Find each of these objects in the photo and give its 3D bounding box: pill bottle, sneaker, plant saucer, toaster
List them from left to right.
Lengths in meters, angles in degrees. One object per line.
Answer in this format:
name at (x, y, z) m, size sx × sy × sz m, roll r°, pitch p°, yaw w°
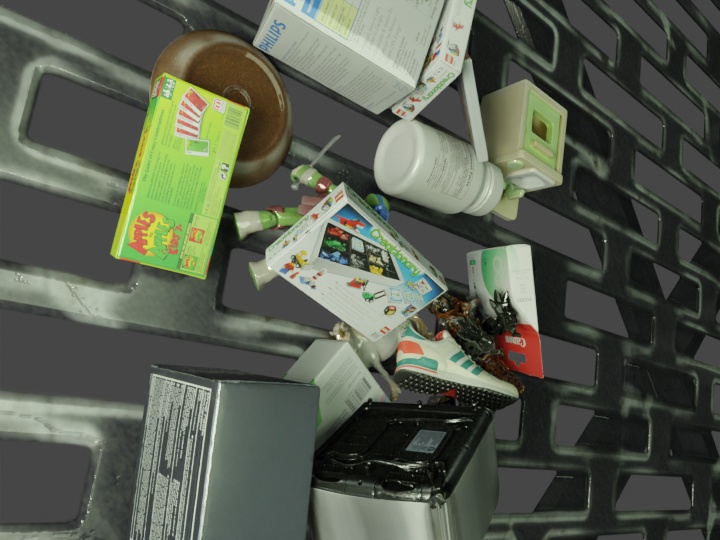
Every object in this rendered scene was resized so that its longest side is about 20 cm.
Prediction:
plant saucer at (-0.162, -0.208, 0.728) m, size 0.198 × 0.036 × 0.205 m, roll 4°, pitch 83°, yaw -37°
toaster at (0.045, 0.233, 0.624) m, size 0.199 × 0.178 × 0.121 m, roll -29°, pitch 110°, yaw -59°
pill bottle at (0.128, -0.152, 0.899) m, size 0.198 × 0.113 × 0.117 m, roll 12°, pitch 79°, yaw -36°
sneaker at (0.139, 0.133, 0.815) m, size 0.197 × 0.070 × 0.095 m, roll 17°, pitch 55°, yaw -17°

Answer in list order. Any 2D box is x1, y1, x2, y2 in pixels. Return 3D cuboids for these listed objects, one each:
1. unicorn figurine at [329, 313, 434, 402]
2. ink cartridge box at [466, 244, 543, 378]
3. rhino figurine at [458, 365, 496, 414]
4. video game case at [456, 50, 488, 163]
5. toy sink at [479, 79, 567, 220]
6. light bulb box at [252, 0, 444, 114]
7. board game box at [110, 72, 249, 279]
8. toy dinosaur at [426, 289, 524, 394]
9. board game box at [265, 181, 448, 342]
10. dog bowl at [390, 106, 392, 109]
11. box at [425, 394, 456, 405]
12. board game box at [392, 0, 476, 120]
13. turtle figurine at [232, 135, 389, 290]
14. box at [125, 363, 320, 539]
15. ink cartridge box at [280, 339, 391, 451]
unicorn figurine at (0.030, 0.117, 0.839) m, size 0.199 × 0.073 × 0.139 m, roll -28°, pitch 95°, yaw -50°
ink cartridge box at (0.228, 0.064, 0.932) m, size 0.049 × 0.161 × 0.204 m, roll -3°, pitch 89°, yaw -12°
rhino figurine at (0.181, 0.216, 0.902) m, size 0.200 × 0.059 × 0.089 m, roll -22°, pitch 100°, yaw -72°
video game case at (0.161, -0.263, 0.867) m, size 0.201 × 0.017 × 0.145 m, roll -84°, pitch 159°, yaw -60°
toy sink at (0.285, -0.208, 1.026) m, size 0.129 × 0.111 × 0.204 m, roll 20°, pitch 75°, yaw -34°
light bulb box at (-0.007, -0.349, 0.746) m, size 0.198 × 0.124 × 0.201 m, roll 24°, pitch 78°, yaw -21°
board game box at (-0.203, -0.102, 0.652) m, size 0.100 × 0.047 × 0.204 m, roll 15°, pitch 89°, yaw -31°
toy dinosaur at (0.183, 0.098, 0.894) m, size 0.198 × 0.136 × 0.103 m, roll 31°, pitch 64°, yaw 3°
board game box at (0.000, 0.000, 0.693) m, size 0.199 × 0.126 × 0.035 m, roll 39°, pitch 23°, yaw -35°
dog bowl at (0.061, -0.359, 0.898) m, size 0.197 × 0.058 × 0.204 m, roll 3°, pitch 85°, yaw -37°
box at (0.119, 0.282, 0.833) m, size 0.200 × 0.045 × 0.162 m, roll -10°, pitch 94°, yaw -77°
board game box at (0.107, -0.323, 0.795) m, size 0.034 × 0.126 × 0.203 m, roll 22°, pitch 68°, yaw -19°
turtle figurine at (-0.066, -0.057, 0.767) m, size 0.191 × 0.201 × 0.146 m, roll -19°, pitch 129°, yaw -14°
box at (-0.148, 0.211, 0.605) m, size 0.122 × 0.197 × 0.204 m, roll 11°, pitch 80°, yaw -36°
ink cartridge box at (-0.029, 0.215, 0.768) m, size 0.146 × 0.087 × 0.201 m, roll -47°, pitch 113°, yaw -29°
